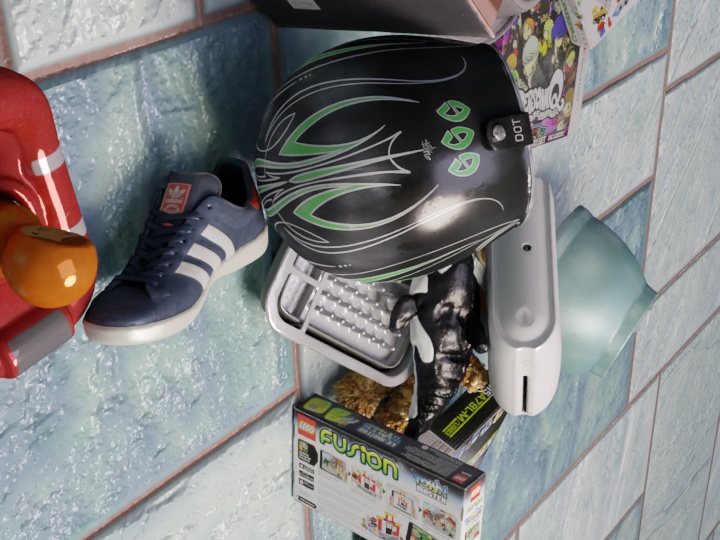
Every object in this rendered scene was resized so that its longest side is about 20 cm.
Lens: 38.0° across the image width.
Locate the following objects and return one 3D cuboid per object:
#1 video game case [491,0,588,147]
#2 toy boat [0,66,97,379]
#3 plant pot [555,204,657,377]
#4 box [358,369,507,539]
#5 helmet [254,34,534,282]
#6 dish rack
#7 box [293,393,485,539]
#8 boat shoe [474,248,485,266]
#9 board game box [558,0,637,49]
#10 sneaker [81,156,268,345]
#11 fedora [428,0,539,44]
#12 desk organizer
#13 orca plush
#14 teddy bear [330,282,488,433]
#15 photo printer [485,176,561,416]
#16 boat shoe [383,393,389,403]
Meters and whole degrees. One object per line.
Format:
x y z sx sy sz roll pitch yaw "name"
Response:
0.190 -0.225 1.144 0.200 0.036 0.182 -22 122 -48 "video game case"
-0.204 -0.018 0.608 0.130 0.130 0.201 -40 136 -37 "toy boat"
0.264 0.042 1.237 0.201 0.134 0.201 -51 164 -21 "plant pot"
0.087 0.218 1.161 0.200 0.047 0.194 -36 153 -41 "box"
0.016 -0.082 0.783 0.190 0.200 0.201 -13 125 -7 "helmet"
0.000 0.000 0.953 0.200 0.043 0.172 31 80 -40 "dish rack"
0.021 0.202 0.976 0.035 0.199 0.111 -25 127 -46 "box"
0.170 -0.045 1.150 0.076 0.074 0.200 -52 156 -13 "boat shoe"
0.284 -0.351 1.120 0.200 0.035 0.126 -46 137 -13 "board game box"
-0.134 -0.022 0.749 0.200 0.075 0.085 -51 144 -55 "sneaker"
0.133 -0.299 0.950 0.177 0.090 0.201 27 81 -44 "fedora"
0.009 -0.222 0.746 0.072 0.199 0.077 39 68 -51 "desk organizer"
0.080 0.068 0.964 0.105 0.071 0.201 18 89 -42 "orca plush"
0.058 0.081 1.044 0.200 0.145 0.067 -38 178 -12 "teddy bear"
0.158 0.034 1.025 0.167 0.069 0.201 77 14 -59 "photo printer"
0.055 0.115 1.109 0.202 0.060 0.072 -62 180 -8 "boat shoe"
